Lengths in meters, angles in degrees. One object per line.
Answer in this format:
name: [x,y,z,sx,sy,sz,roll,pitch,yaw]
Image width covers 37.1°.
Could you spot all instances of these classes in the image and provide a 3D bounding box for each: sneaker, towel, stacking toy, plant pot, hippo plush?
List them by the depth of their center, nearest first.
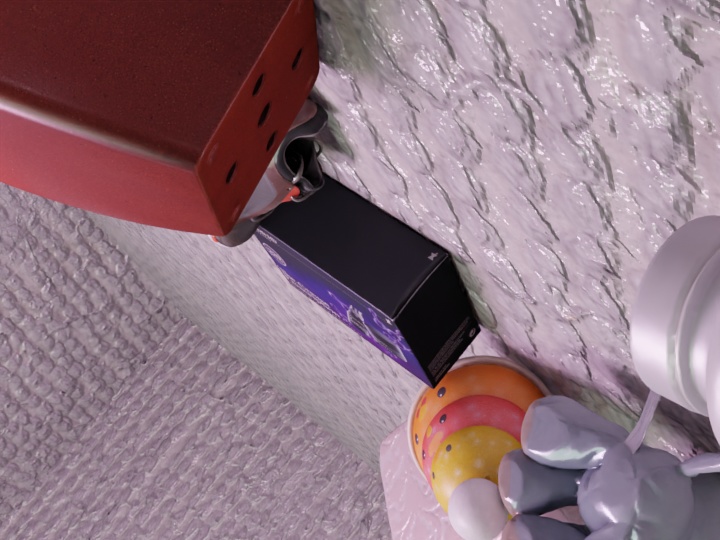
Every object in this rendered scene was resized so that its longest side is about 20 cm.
plant pot: [-0.132,-0.133,0.665,0.174,0.202,0.200,27,166,7]
hippo plush: [0.210,0.170,0.810,0.159,0.201,0.160,17,-154,-40]
sneaker: [-0.073,-0.070,0.857,0.081,0.078,0.201,28,147,3]
stacking toy: [0.105,0.168,0.915,0.146,0.146,0.200,41,-166,-3]
towel: [0.089,0.227,1.117,0.032,0.194,0.200,9,144,-30]

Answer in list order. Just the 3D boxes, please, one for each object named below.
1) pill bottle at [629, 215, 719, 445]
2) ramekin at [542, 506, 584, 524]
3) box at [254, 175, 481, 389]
pill bottle: [0.198,0.041,0.390,0.199,0.112,0.112,27,162,52]
ramekin: [0.246,0.279,1.001,0.202,0.104,0.201,58,170,15]
box: [0.000,0.000,0.968,0.199,0.079,0.142,34,164,33]
